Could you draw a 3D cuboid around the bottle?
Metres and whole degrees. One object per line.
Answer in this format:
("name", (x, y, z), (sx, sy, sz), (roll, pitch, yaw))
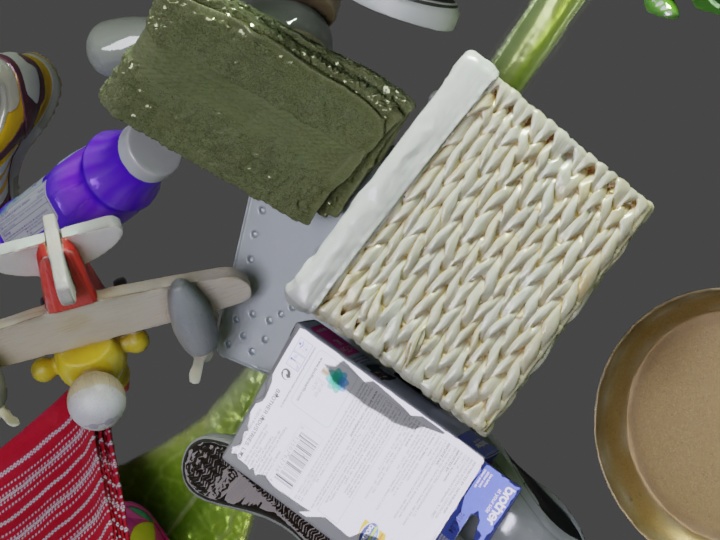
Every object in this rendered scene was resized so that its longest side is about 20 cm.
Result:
("bottle", (-0.207, -0.058, 1.553), (0.200, 0.083, 0.065), (-30, 91, 49))

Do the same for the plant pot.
("plant pot", (0.258, 0.109, 1.393), (0.199, 0.027, 0.201), (4, 99, 28))

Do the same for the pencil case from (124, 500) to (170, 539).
("pencil case", (-0.240, 0.257, 1.642), (0.200, 0.088, 0.089), (-33, 81, 29))

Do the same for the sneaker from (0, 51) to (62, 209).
("sneaker", (-0.313, -0.084, 1.632), (0.075, 0.090, 0.201), (29, 109, 22))

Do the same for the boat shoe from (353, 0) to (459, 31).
("boat shoe", (-0.006, -0.239, 1.461), (0.200, 0.071, 0.064), (34, 112, 22))

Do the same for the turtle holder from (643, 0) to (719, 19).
("turtle holder", (0.222, -0.234, 1.318), (0.140, 0.186, 0.132), (12, 105, -7))

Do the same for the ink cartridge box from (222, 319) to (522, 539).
("ink cartridge box", (0.011, 0.139, 1.443), (0.200, 0.042, 0.120), (35, 106, 17))

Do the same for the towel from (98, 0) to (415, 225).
("towel", (-0.074, -0.118, 1.433), (0.199, 0.037, 0.148), (27, 134, -13))

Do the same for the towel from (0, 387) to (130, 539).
("towel", (-0.244, 0.195, 1.607), (0.144, 0.022, 0.201), (-39, 43, 22))

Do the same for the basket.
("basket", (0.069, -0.017, 1.346), (0.161, 0.198, 0.200), (36, 89, -1))

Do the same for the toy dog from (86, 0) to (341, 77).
("toy dog", (-0.094, -0.157, 1.506), (0.199, 0.132, 0.097), (14, 143, 34))

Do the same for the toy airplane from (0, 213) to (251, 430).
("toy airplane", (-0.206, 0.048, 1.519), (0.200, 0.199, 0.142), (-33, 63, 37))

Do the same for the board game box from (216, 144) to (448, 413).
("board game box", (0.000, 0.000, 1.515), (0.199, 0.026, 0.201), (21, 106, 24))

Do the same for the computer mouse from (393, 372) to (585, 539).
("computer mouse", (0.082, 0.153, 1.463), (0.200, 0.044, 0.110), (45, 112, 4))

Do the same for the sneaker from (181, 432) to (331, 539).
("sneaker", (-0.030, 0.167, 1.524), (0.199, 0.085, 0.073), (24, 99, 18))
